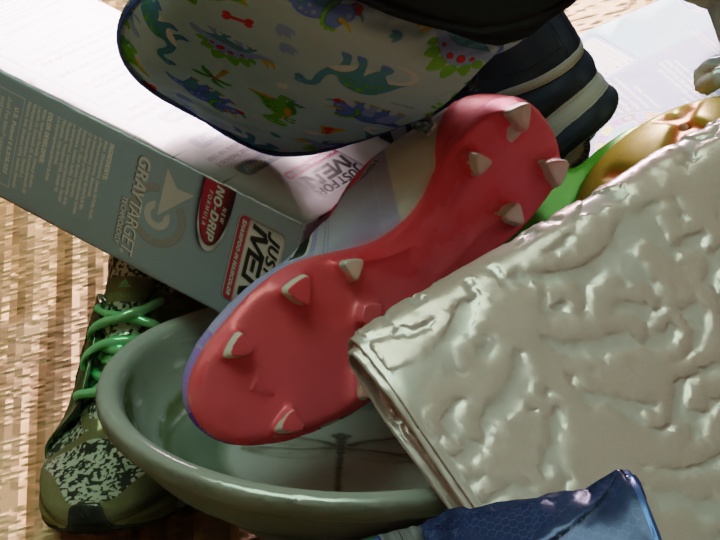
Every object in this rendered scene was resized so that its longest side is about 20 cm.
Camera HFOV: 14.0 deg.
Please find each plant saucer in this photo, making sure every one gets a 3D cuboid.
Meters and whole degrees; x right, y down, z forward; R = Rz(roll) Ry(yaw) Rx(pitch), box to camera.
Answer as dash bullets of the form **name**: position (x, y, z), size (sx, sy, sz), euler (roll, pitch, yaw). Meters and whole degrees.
- **plant saucer**: position (-0.008, 0.069, 1.191), size (0.199, 0.050, 0.200), euler (1, 22, -1)

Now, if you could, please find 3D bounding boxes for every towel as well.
- **towel**: position (0.125, 0.055, 1.108), size (0.199, 0.032, 0.191), euler (-30, 76, -19)

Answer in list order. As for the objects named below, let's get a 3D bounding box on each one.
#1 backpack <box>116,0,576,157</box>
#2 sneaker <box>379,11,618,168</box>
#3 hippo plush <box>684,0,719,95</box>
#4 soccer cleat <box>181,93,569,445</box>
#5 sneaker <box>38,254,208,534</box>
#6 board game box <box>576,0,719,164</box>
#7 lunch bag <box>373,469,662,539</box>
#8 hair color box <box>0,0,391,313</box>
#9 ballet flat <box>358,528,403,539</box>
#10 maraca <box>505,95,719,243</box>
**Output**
- **backpack**: position (-0.016, -0.124, 1.160), size (0.154, 0.163, 0.200), euler (-67, 20, -2)
- **sneaker**: position (0.031, -0.068, 1.312), size (0.200, 0.109, 0.070), euler (-25, 20, 50)
- **hippo plush**: position (0.178, -0.134, 1.273), size (0.159, 0.200, 0.161), euler (-24, 16, 40)
- **soccer cleat**: position (0.000, 0.000, 1.168), size (0.200, 0.067, 0.076), euler (-43, 19, -23)
- **sneaker**: position (-0.101, 0.034, 1.271), size (0.076, 0.089, 0.200), euler (-5, 35, 16)
- **board game box**: position (0.110, -0.050, 1.344), size (0.199, 0.047, 0.151), euler (-24, 34, -11)
- **lunch bag**: position (0.053, 0.179, 0.932), size (0.132, 0.136, 0.201), euler (-16, 58, -1)
- **hair color box**: position (-0.087, -0.051, 1.264), size (0.199, 0.061, 0.099), euler (27, 31, 21)
- **ballet flat**: position (-0.027, 0.144, 1.124), size (0.199, 0.069, 0.063), euler (-10, 62, 13)
- **maraca**: position (0.137, -0.010, 1.212), size (0.199, 0.107, 0.138), euler (-9, 52, -4)
